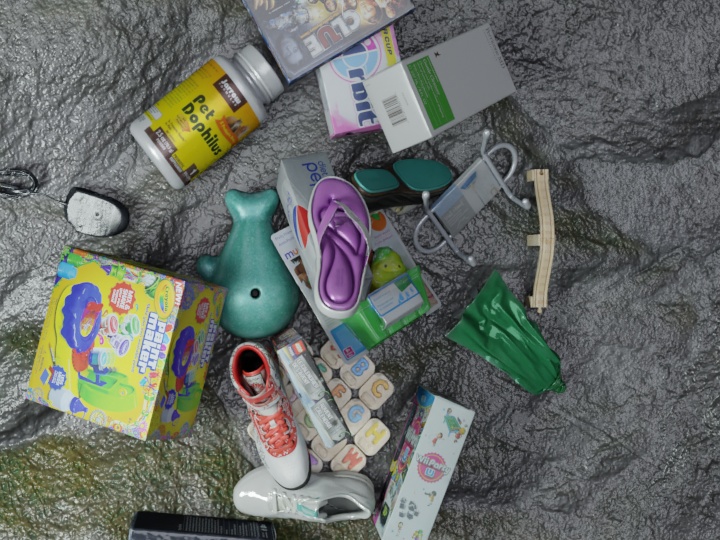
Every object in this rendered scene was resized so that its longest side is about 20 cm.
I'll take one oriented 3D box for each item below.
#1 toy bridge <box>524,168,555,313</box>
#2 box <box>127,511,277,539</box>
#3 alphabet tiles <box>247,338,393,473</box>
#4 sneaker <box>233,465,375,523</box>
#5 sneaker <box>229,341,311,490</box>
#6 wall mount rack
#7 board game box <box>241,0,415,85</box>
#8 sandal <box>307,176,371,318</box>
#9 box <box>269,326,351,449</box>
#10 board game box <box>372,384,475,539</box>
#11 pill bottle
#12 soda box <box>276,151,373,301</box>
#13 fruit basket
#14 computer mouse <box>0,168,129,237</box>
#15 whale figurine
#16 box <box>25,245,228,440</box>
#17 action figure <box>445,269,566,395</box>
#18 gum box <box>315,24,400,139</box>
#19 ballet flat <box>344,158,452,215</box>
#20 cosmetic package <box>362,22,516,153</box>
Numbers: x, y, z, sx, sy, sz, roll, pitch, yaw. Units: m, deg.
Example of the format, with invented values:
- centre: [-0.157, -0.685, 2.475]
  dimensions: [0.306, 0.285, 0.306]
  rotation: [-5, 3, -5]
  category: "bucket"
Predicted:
- centre: [0.255, -0.042, 1.584]
  dimensions: [0.027, 0.067, 0.204]
  rotation: [0, 90, -8]
  category: "toy bridge"
- centre: [-0.219, 0.414, 1.508]
  dimensions: [0.196, 0.104, 0.151]
  rotation: [8, 90, -7]
  category: "box"
- centre: [-0.055, 0.194, 1.572]
  dimensions: [0.196, 0.015, 0.200]
  rotation: [-44, 95, -5]
  category: "alphabet tiles"
- centre: [-0.077, 0.312, 1.528]
  dimensions: [0.196, 0.089, 0.077]
  rotation: [-1, 105, -2]
  category: "sneaker"
- centre: [-0.123, 0.192, 1.487]
  dimensions: [0.066, 0.108, 0.205]
  rotation: [-18, 77, 4]
  category: "sneaker"
- centre: [0.149, -0.105, 1.535]
  dimensions: [0.200, 0.074, 0.174]
  rotation: [-45, 131, -5]
  category: "wall mount rack"
- centre: [-0.043, -0.356, 1.488]
  dimensions: [0.198, 0.035, 0.137]
  rotation: [-31, 93, -5]
  category: "board game box"
- centre: [-0.020, -0.038, 1.390]
  dimensions: [0.081, 0.050, 0.206]
  rotation: [2, 59, -11]
  category: "sandal"
- centre: [-0.068, 0.148, 1.462]
  dimensions: [0.039, 0.200, 0.139]
  rotation: [-28, 95, -6]
  category: "box"
- centre: [0.083, 0.267, 1.526]
  dimensions: [0.063, 0.148, 0.203]
  rotation: [21, 88, -5]
  category: "board game box"
- centre: [-0.201, -0.210, 1.498]
  dimensions: [0.199, 0.109, 0.110]
  rotation: [-40, 96, -5]
  category: "pill bottle"
- centre: [-0.049, -0.053, 1.462]
  dimensions: [0.067, 0.064, 0.203]
  rotation: [-11, 63, -18]
  category: "soda box"
- centre: [0.000, 0.000, 1.518]
  dimensions: [0.184, 0.093, 0.202]
  rotation: [-28, 90, -33]
  category: "fruit basket"
- centre: [-0.406, -0.095, 1.516]
  dimensions: [0.197, 0.034, 0.060]
  rotation: [20, 105, -2]
  category: "computer mouse"
- centre: [-0.144, -0.009, 1.511]
  dimensions: [0.156, 0.104, 0.204]
  rotation: [1, 93, -7]
  category: "whale figurine"
- centre: [-0.299, 0.093, 1.446]
  dimensions: [0.190, 0.122, 0.204]
  rotation: [14, 89, 21]
  category: "box"
- centre: [0.220, 0.109, 1.588]
  dimensions: [0.200, 0.055, 0.119]
  rotation: [42, 84, -13]
  category: "action figure"
- centre: [-0.005, -0.283, 1.544]
  dimensions: [0.111, 0.066, 0.204]
  rotation: [-13, 92, -6]
  category: "gum box"
- centre: [0.042, -0.111, 1.538]
  dimensions: [0.198, 0.069, 0.068]
  rotation: [-9, 56, -44]
  category: "ballet flat"
- centre: [0.108, -0.247, 1.504]
  dimensions: [0.199, 0.084, 0.109]
  rotation: [-33, 101, -40]
  category: "cosmetic package"
